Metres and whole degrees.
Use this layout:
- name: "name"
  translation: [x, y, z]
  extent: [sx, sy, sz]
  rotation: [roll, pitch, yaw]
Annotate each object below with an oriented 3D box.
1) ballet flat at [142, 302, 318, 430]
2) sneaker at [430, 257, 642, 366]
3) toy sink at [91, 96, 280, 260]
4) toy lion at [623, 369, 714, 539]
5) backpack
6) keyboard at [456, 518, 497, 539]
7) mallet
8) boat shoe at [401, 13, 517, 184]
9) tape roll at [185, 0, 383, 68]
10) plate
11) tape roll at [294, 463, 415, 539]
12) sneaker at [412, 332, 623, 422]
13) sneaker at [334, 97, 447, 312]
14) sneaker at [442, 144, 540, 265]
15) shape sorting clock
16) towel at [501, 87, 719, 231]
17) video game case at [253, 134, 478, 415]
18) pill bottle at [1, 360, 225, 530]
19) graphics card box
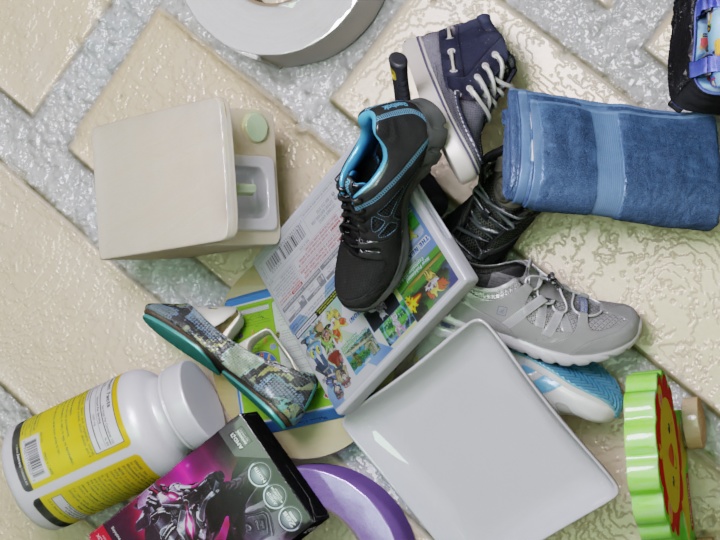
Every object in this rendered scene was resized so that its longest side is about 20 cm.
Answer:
- name: "ballet flat"
  translation: [-0.118, 0.074, 1.715]
  extent: [0.200, 0.074, 0.074]
  rotation: [35, 99, 24]
- name: "sneaker"
  translation: [0.157, 0.031, 1.618]
  extent: [0.199, 0.075, 0.082]
  rotation: [7, 118, -6]
- name: "toy sink"
  translation: [-0.148, -0.083, 1.694]
  extent: [0.199, 0.112, 0.131]
  rotation: [-9, 85, 46]
- name: "toy lion"
  translation: [0.259, 0.186, 1.552]
  extent: [0.068, 0.192, 0.201]
  rotation: [-7, 87, 17]
- name: "backpack"
  translation: [0.360, -0.237, 1.555]
  extent: [0.182, 0.135, 0.201]
  rotation: [5, 82, -1]
- name: "keyboard"
  translation: [0.133, 0.301, 1.682]
  extent: [0.056, 0.011, 0.201]
  rotation: [-17, 83, 16]
- name: "mallet"
  translation: [0.048, -0.115, 1.627]
  extent: [0.041, 0.200, 0.066]
  rotation: [-27, 61, -12]
- name: "boat shoe"
  translation: [0.101, -0.162, 1.628]
  extent: [0.092, 0.075, 0.200]
  rotation: [-23, 42, 6]
- name: "tape roll"
  translation: [-0.073, -0.299, 1.734]
  extent: [0.201, 0.071, 0.204]
  rotation: [-1, 88, 17]
- name: "plate"
  translation: [0.109, 0.161, 1.634]
  extent: [0.200, 0.032, 0.200]
  rotation: [50, 126, -1]
- name: "tape roll"
  translation: [-0.047, 0.285, 1.711]
  extent: [0.199, 0.066, 0.201]
  rotation: [0, 88, 17]
- name: "sneaker"
  translation: [0.144, 0.104, 1.659]
  extent: [0.199, 0.076, 0.081]
  rotation: [18, 109, 19]
- name: "sneaker"
  translation: [0.005, -0.057, 1.566]
  extent: [0.073, 0.082, 0.201]
  rotation: [33, 116, 39]
- name: "sneaker"
  translation: [0.116, -0.051, 1.646]
  extent: [0.199, 0.114, 0.076]
  rotation: [-46, 75, 13]
- name: "shape sorting clock"
  translation: [-0.055, 0.080, 1.732]
  extent: [0.199, 0.039, 0.201]
  rotation: [-3, 83, 27]
- name: "towel"
  translation: [0.222, -0.096, 1.585]
  extent: [0.199, 0.049, 0.112]
  rotation: [7, 62, -13]
- name: "video game case"
  translation: [0.000, 0.000, 1.644]
  extent: [0.200, 0.022, 0.183]
  rotation: [-47, 60, 32]
- name: "pill bottle"
  translation: [-0.236, 0.165, 1.748]
  extent: [0.199, 0.112, 0.113]
  rotation: [-25, 81, 15]
- name: "graphics card box"
  translation: [-0.142, 0.239, 1.683]
  extent: [0.200, 0.051, 0.126]
  rotation: [-38, 78, 12]
